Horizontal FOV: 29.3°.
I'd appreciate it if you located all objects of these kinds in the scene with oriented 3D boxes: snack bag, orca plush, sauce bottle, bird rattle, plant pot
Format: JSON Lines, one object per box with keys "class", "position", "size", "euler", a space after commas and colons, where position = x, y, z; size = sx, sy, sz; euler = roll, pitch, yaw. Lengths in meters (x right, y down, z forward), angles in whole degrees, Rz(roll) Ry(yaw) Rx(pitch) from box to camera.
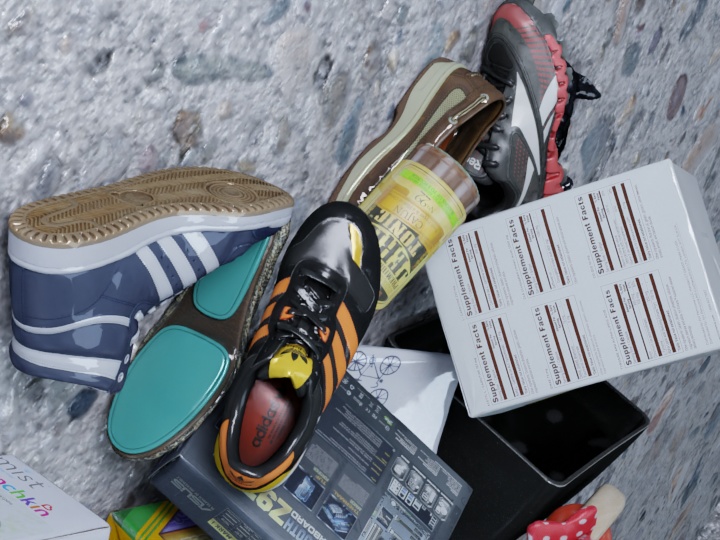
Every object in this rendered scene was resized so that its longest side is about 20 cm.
{"class": "snack bag", "position": [-0.015, 0.152, 1.113], "size": [0.188, 0.021, 0.200], "euler": [8, 106, -34]}
{"class": "orca plush", "position": [0.166, -0.088, 1.240], "size": [0.200, 0.071, 0.105], "euler": [-51, 152, -19]}
{"class": "sauce bottle", "position": [0.000, 0.000, 0.958], "size": [0.200, 0.065, 0.065], "euler": [-49, 151, -15]}
{"class": "bird rattle", "position": [0.173, 0.246, 1.211], "size": [0.163, 0.113, 0.200], "euler": [-42, 158, -37]}
{"class": "plant pot", "position": [0.109, 0.163, 1.273], "size": [0.199, 0.200, 0.177], "euler": [-19, 145, -54]}

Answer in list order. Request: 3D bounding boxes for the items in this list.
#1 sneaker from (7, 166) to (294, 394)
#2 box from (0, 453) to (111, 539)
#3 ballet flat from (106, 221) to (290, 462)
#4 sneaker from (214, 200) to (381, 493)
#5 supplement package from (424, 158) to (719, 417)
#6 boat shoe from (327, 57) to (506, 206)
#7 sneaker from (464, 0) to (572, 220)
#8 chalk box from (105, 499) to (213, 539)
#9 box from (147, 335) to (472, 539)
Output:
{"class": "sneaker", "position": [-0.126, 0.005, 0.819], "size": [0.200, 0.070, 0.109], "euler": [-16, 124, -46]}
{"class": "box", "position": [-0.256, 0.217, 0.769], "size": [0.176, 0.097, 0.200], "euler": [2, 114, -61]}
{"class": "ballet flat", "position": [-0.098, 0.038, 0.916], "size": [0.200, 0.068, 0.075], "euler": [-63, 166, -2]}
{"class": "sneaker", "position": [-0.035, 0.048, 0.869], "size": [0.090, 0.070, 0.200], "euler": [127, -15, -82]}
{"class": "supplement package", "position": [0.181, 0.017, 1.091], "size": [0.191, 0.200, 0.147], "euler": [2, 71, -70]}
{"class": "boat shoe", "position": [0.039, -0.065, 1.035], "size": [0.202, 0.075, 0.075], "euler": [-59, 153, -5]}
{"class": "sneaker", "position": [0.118, -0.121, 1.120], "size": [0.098, 0.071, 0.201], "euler": [-23, 126, -29]}
{"class": "chalk box", "position": [-0.096, 0.244, 1.007], "size": [0.200, 0.124, 0.125], "euler": [-1, 125, -52]}
{"class": "box", "position": [-0.029, 0.151, 0.968], "size": [0.051, 0.200, 0.158], "euler": [-40, -169, 42]}
